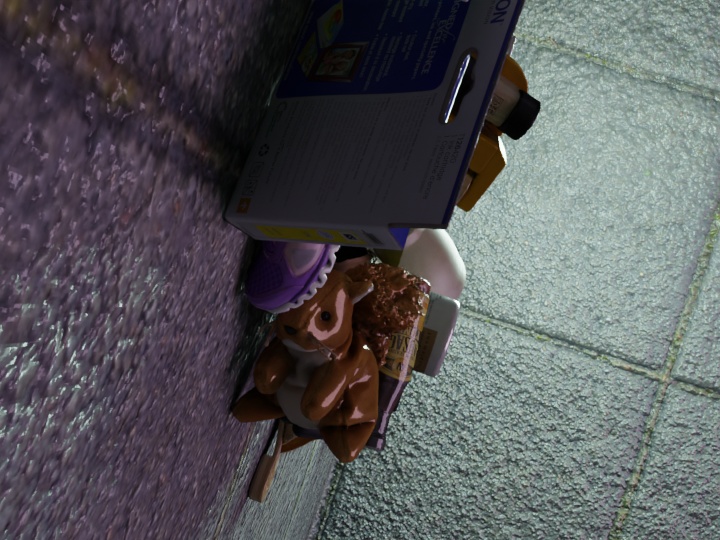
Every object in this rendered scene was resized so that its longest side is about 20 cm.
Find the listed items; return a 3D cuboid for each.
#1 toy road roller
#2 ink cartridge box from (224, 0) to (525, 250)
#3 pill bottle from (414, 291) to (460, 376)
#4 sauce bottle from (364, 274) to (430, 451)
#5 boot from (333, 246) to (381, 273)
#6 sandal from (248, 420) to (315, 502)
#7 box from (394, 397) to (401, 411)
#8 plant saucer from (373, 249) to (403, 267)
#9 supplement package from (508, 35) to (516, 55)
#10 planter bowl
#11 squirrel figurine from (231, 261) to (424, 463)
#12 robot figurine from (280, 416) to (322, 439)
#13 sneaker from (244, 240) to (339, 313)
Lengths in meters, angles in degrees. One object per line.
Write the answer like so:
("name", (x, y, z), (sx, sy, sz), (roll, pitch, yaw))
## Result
("toy road roller", (0.134, -0.191, 1.076), (0.200, 0.123, 0.146), (-55, -168, 27))
("ink cartridge box", (0.016, -0.111, 0.571), (0.047, 0.200, 0.198), (37, 67, -47))
("pill bottle", (0.031, 0.067, 1.179), (0.114, 0.200, 0.115), (18, 90, -85))
("sauce bottle", (0.031, 0.103, 0.949), (0.066, 0.066, 0.200), (85, 17, -76))
("boot", (0.000, 0.000, 0.973), (0.076, 0.074, 0.200), (-52, 163, 20))
("sandal", (-0.092, 0.244, 1.216), (0.078, 0.070, 0.212), (99, 11, -60))
("box", (0.012, 0.123, 1.378), (0.049, 0.161, 0.200), (104, 6, -46))
("plant saucer", (0.040, -0.099, 0.934), (0.200, 0.031, 0.200), (-170, -90, -87))
("supplement package", (0.113, -0.247, 1.191), (0.111, 0.155, 0.200), (-10, 118, -86))
("planter bowl", (0.053, -0.025, 1.302), (0.200, 0.200, 0.135), (-66, 146, -44))
("squirrel figurine", (-0.029, 0.057, 0.831), (0.200, 0.141, 0.187), (-43, 144, -41))
("robot figurine", (-0.035, 0.113, 1.058), (0.125, 0.150, 0.200), (-2, 111, -70))
("sneaker", (-0.049, -0.055, 0.690), (0.200, 0.088, 0.081), (-55, -136, 18))
